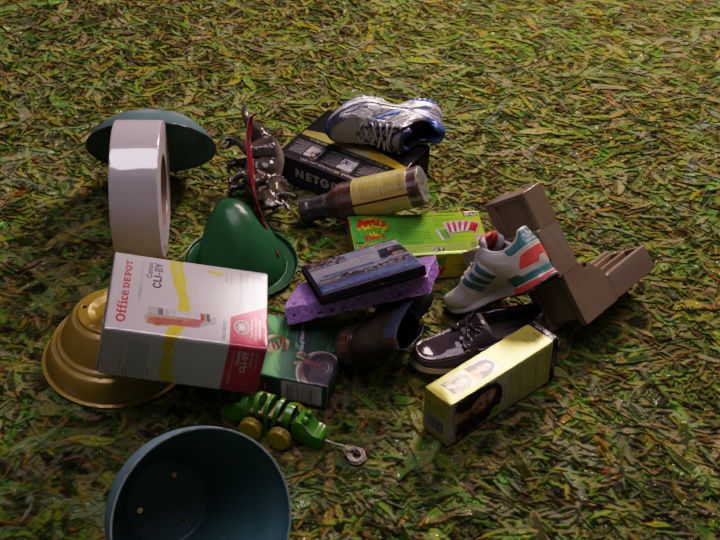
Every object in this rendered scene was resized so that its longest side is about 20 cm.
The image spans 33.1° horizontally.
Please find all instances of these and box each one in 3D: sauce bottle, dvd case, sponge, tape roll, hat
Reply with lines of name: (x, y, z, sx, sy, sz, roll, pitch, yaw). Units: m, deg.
sauce bottle: (0.003, -0.110, 1.830, 0.199, 0.065, 0.065, -9, 36, 18)
dvd case: (0.000, 0.000, 1.630, 0.142, 0.018, 0.200, -17, 13, -6)
sponge: (0.004, 0.024, 1.631, 0.199, 0.030, 0.112, -12, 13, 11)
tape roll: (-0.317, -0.117, 1.752, 0.071, 0.203, 0.203, -1, 39, -4)
hat: (-0.177, -0.085, 1.736, 0.165, 0.176, 0.200, -18, 43, -24)

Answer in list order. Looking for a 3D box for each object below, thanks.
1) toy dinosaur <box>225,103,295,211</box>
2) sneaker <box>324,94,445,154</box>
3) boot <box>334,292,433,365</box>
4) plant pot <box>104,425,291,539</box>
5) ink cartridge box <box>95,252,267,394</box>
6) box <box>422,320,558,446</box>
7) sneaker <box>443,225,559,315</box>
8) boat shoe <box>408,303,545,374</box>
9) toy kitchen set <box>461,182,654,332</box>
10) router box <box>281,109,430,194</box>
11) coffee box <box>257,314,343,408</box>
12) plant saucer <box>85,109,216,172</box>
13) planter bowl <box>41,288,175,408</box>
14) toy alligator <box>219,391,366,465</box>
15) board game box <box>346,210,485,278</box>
toy dinosaur: (-0.159, -0.165, 1.903, 0.102, 0.077, 0.201, -2, 60, -6)
sneaker: (0.044, -0.227, 1.925, 0.199, 0.077, 0.085, -8, 44, -13)
boot: (0.062, 0.068, 1.614, 0.097, 0.075, 0.200, -8, 20, 43)
plant pot: (-0.193, 0.263, 1.324, 0.200, 0.201, 0.135, -20, 9, -25)
ink cartridge box: (-0.220, 0.064, 1.513, 0.199, 0.084, 0.145, 8, 40, -11)
box: (0.169, 0.144, 1.561, 0.200, 0.075, 0.050, -29, 46, -31)
sneaker: (0.180, -0.004, 1.657, 0.070, 0.094, 0.200, -25, 1, -39)
boat shoe: (0.159, 0.086, 1.636, 0.199, 0.065, 0.072, -11, 43, -16)
toy kitchen set: (0.270, -0.036, 1.730, 0.180, 0.200, 0.163, -33, 9, -36)
router box: (-0.011, -0.175, 1.957, 0.200, 0.052, 0.157, 23, 44, 23)
coffee box: (-0.125, 0.111, 1.604, 0.199, 0.044, 0.123, 10, 39, 9)
plant saucer: (-0.321, -0.203, 1.868, 0.199, 0.200, 0.036, -1, 72, -4)
planter bowl: (-0.323, 0.082, 1.598, 0.200, 0.084, 0.201, 2, 40, -1)
toy alligator: (-0.084, 0.187, 1.505, 0.199, 0.054, 0.059, 16, 41, 16)
board game box: (0.084, -0.036, 1.796, 0.199, 0.048, 0.102, -3, 39, -7)
